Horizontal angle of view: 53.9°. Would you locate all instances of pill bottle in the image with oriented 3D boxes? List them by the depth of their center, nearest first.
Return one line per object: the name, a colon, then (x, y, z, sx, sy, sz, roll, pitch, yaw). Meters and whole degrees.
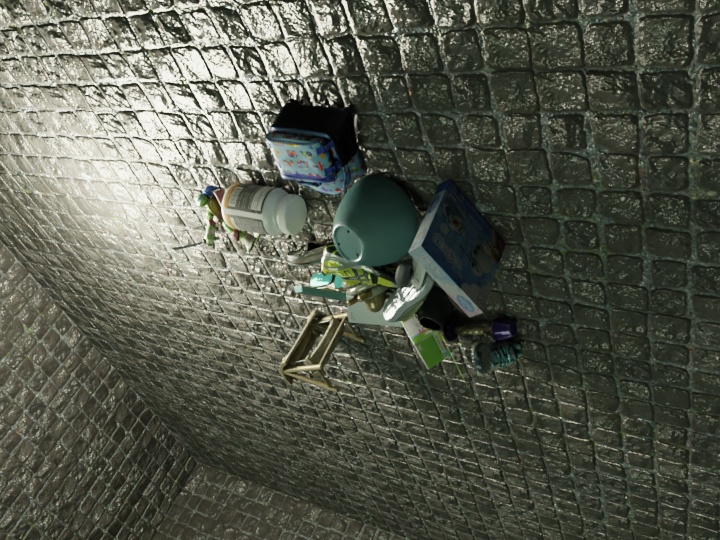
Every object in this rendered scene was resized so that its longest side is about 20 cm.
pill bottle: (-0.238, -0.149, 1.755, 0.196, 0.118, 0.118, 11, 143, 29)

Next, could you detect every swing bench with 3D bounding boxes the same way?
swing bench: (-0.125, 0.232, 2.091, 0.196, 0.201, 0.131, 3, 139, 35)

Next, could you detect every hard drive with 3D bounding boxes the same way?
hard drive: (0.063, 0.102, 1.868, 0.195, 0.027, 0.133, 5, 144, 6)

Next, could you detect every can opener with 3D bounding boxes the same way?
can opener: (0.121, -0.031, 1.533, 0.053, 0.066, 0.202, 46, 147, 27)

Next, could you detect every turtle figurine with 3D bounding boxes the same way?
turtle figurine: (-0.370, -0.108, 1.901, 0.191, 0.203, 0.144, 27, -178, -3)

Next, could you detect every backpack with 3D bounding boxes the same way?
backpack: (-0.090, -0.242, 1.501, 0.179, 0.136, 0.202, 14, 147, 25)

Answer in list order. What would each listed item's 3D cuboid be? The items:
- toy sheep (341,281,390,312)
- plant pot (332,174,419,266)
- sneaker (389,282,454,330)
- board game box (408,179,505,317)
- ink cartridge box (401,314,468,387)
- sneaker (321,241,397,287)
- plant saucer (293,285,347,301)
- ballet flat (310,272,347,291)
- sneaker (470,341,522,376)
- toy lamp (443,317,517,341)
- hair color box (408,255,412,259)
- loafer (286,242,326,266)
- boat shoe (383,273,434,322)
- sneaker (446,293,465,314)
toy sheep: (0.006, 0.007, 1.742, 0.137, 0.136, 0.204, -19, 94, 50)
plant pot: (0.015, -0.089, 1.560, 0.198, 0.134, 0.203, 29, 138, 30)
sneaker: (0.133, 0.069, 1.750, 0.196, 0.107, 0.076, 19, 146, 18)
board game box: (0.204, -0.047, 1.452, 0.200, 0.201, 0.043, 44, 141, -21)
ink cartridge box: (0.184, 0.203, 1.791, 0.202, 0.075, 0.149, 62, -178, 37)
sneaker: (0.000, 0.000, 1.655, 0.196, 0.076, 0.078, 21, 116, -7)
plant saucer: (-0.079, 0.066, 1.899, 0.196, 0.019, 0.070, 10, 173, -23)
ballet flat: (-0.056, 0.030, 1.906, 0.074, 0.069, 0.198, 24, 161, -34)
sneaker: (0.334, 0.203, 1.729, 0.085, 0.198, 0.080, -14, 88, 33)
toy lamp: (0.299, 0.148, 1.768, 0.197, 0.059, 0.059, -6, 133, 43)
hair color box: (0.200, -0.022, 1.618, 0.199, 0.061, 0.100, 41, 146, -14)
loafer: (-0.111, -0.053, 1.841, 0.196, 0.072, 0.064, -2, 116, 31)
boat shoe: (0.123, 0.056, 1.671, 0.061, 0.073, 0.200, 5, 146, -31)
sneaker: (0.204, 0.021, 1.534, 0.074, 0.091, 0.203, -18, 117, 18)
